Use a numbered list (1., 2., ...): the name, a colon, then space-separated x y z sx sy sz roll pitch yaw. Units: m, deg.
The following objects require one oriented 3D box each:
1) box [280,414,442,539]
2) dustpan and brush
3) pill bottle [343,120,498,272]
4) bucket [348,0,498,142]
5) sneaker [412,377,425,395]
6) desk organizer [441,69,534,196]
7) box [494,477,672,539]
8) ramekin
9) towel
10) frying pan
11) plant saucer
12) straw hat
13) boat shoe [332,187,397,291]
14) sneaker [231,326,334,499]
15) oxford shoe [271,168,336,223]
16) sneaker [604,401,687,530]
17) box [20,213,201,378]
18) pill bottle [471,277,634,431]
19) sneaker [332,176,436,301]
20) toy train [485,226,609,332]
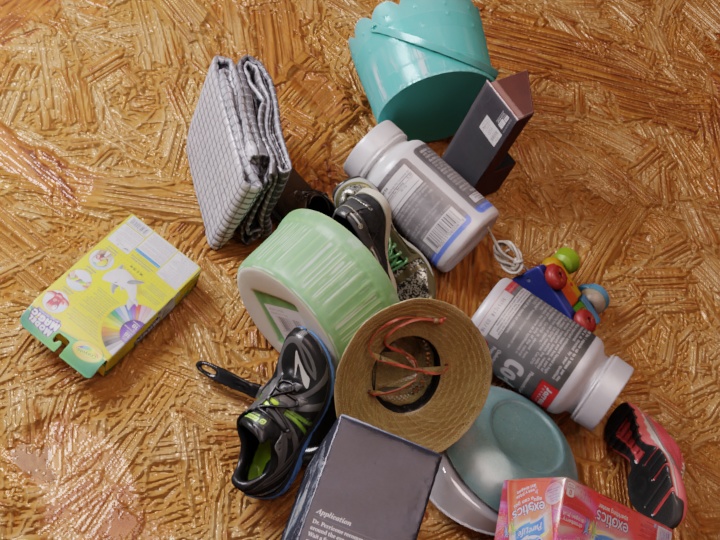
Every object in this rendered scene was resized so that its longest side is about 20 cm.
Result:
1. box: -0.019 0.283 1.084 0.117 0.197 0.200 23 63 -2
2. dustpan and brush: 0.100 0.243 1.252 0.200 0.057 0.140 22 41 -16
3. pill bottle: 0.079 -0.103 1.417 0.200 0.114 0.114 44 56 11
4. bucket: 0.094 -0.285 1.489 0.207 0.207 0.135 -6 65 -22
5. sneaker: 0.087 0.131 1.274 0.112 0.078 0.200 14 59 35
6. desk organizer: 0.183 -0.180 1.448 0.077 0.200 0.072 -23 69 -31
7. box: 0.252 0.312 1.179 0.200 0.095 0.103 29 62 -32
8. ramekin: -0.054 0.036 1.242 0.200 0.200 0.098 44 63 10
9. towel: -0.152 -0.149 1.339 0.085 0.166 0.200 -4 61 -27
10. frying pan: -0.103 0.167 1.232 0.189 0.031 0.115 2 89 14
11. plant saucer: 0.192 0.211 1.271 0.201 0.039 0.201 21 40 -19
12. straw hat: 0.045 0.107 1.170 0.200 0.202 0.085 -5 22 -21
13. boat shoe: 0.000 0.000 1.289 0.072 0.201 0.068 16 37 31
14. sneaker: -0.089 0.161 1.166 0.071 0.083 0.200 21 92 33
15. oxford shoe: -0.066 -0.083 1.368 0.073 0.085 0.200 -15 53 -29
16. sneaker: 0.377 0.242 1.301 0.087 0.074 0.200 22 28 -18
17. box: -0.297 0.035 1.248 0.117 0.048 0.200 38 53 6
18. pill bottle: 0.235 0.108 1.327 0.200 0.114 0.114 34 55 12
19. sneaker: 0.025 -0.029 1.344 0.077 0.089 0.200 -36 90 11
20. toy train: 0.255 0.001 1.411 0.116 0.085 0.200 -36 94 -44
